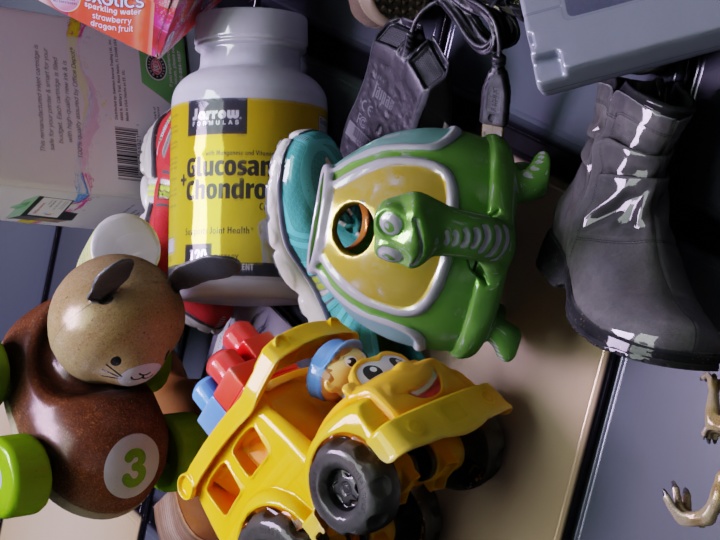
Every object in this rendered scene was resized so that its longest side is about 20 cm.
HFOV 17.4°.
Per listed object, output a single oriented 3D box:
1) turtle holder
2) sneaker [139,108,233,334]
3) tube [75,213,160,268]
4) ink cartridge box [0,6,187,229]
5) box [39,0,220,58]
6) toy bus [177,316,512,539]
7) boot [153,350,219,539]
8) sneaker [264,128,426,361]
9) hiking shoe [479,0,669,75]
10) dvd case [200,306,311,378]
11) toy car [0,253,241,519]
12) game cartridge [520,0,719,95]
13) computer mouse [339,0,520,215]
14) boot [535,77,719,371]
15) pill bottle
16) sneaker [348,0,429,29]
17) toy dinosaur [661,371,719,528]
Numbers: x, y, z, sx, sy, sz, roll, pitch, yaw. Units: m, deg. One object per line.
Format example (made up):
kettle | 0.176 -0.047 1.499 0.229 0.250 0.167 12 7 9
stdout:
turtle holder | 0.036 -0.012 1.401 0.186 0.131 0.142 -88 9 -62
sneaker | -0.120 -0.049 1.737 0.085 0.077 0.201 -38 48 38
tube | -0.190 0.009 1.716 0.052 0.058 0.200 49 160 0
ink cartridge box | -0.234 -0.115 1.813 0.084 0.199 0.146 -29 62 51
box | -0.140 -0.241 1.680 0.096 0.099 0.200 -66 -5 28
toy bus | -0.027 0.100 1.486 0.192 0.135 0.200 53 130 20
boot | -0.117 0.096 1.687 0.155 0.076 0.201 -44 53 48
sneaker | 0.000 0.000 1.531 0.079 0.077 0.201 -6 109 45
hiking shoe | 0.111 -0.166 1.380 0.200 0.100 0.076 32 113 54
dvd case | -0.066 0.108 1.695 0.200 0.016 0.150 45 123 51
toy car | -0.159 0.055 1.560 0.200 0.163 0.159 -50 57 41
game cartridge | 0.147 -0.201 1.318 0.132 0.041 0.202 -15 62 15
computer mouse | 0.053 -0.105 1.508 0.140 0.046 0.201 41 131 40
boot | 0.156 -0.033 1.301 0.200 0.069 0.133 -130 52 -61
pill bottle | -0.079 -0.078 1.651 0.112 0.111 0.202 -7 81 56
sneaker | 0.019 -0.262 1.564 0.075 0.070 0.202 -168 88 -67
toy dinosaur | 0.213 0.113 1.231 0.101 0.058 0.202 -35 58 48
